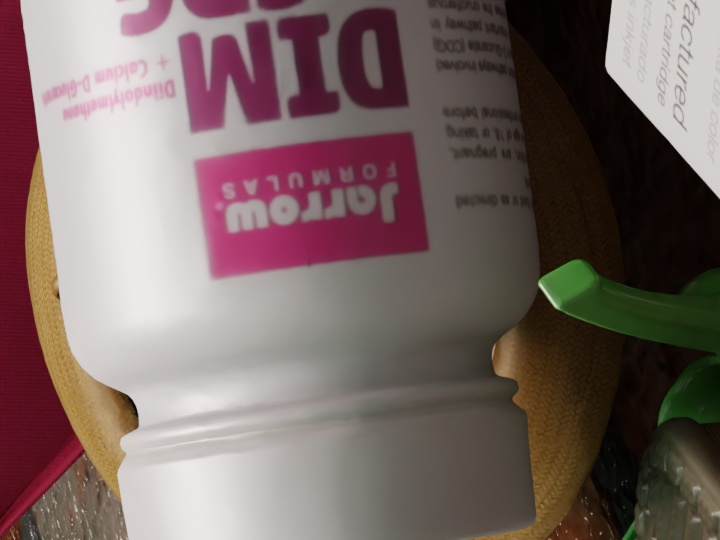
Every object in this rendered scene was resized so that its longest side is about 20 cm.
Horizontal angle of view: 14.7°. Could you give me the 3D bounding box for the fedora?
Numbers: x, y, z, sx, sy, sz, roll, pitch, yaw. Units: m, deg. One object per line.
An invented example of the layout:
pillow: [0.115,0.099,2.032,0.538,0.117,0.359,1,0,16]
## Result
fedora: [0.000,0.000,0.773,0.200,0.082,0.202,11,110,32]

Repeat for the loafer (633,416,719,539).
loafer: [0.125,0.100,0.595,0.200,0.067,0.076,53,148,44]

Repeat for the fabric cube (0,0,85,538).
fabric cube: [-0.153,-0.047,0.960,0.196,0.200,0.199,49,165,-17]

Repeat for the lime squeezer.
lime squeezer: [0.079,0.040,0.684,0.038,0.071,0.200,38,159,22]

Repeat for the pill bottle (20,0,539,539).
pill bottle: [-0.019,-0.034,0.651,0.113,0.113,0.201,161,101,-69]

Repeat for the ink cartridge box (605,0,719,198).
ink cartridge box: [0.128,-0.049,0.481,0.200,0.085,0.148,-124,29,-46]
